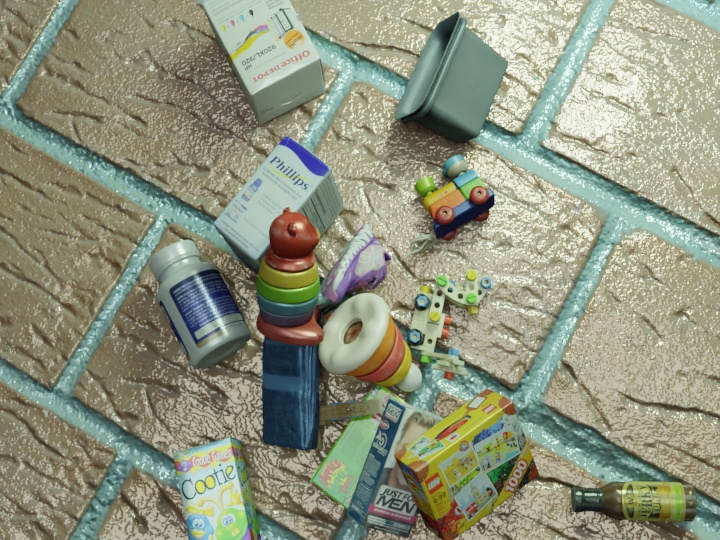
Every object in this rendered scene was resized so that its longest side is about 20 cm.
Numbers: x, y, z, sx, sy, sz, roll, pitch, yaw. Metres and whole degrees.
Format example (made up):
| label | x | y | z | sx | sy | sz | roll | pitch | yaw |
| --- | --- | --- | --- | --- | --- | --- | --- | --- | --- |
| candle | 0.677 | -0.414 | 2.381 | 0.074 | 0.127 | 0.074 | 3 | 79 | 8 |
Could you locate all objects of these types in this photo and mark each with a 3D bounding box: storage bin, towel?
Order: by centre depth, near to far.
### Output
| label | x | y | z | sx | sy | sz | roll | pitch | yaw |
| --- | --- | --- | --- | --- | --- | --- | --- | --- | --- |
| towel | -0.121 | 0.199 | 1.619 | 0.110 | 0.048 | 0.204 | 3 | 94 | 32 |
| storage bin | 0.167 | -0.330 | 1.726 | 0.133 | 0.145 | 0.203 | 28 | 79 | -19 |

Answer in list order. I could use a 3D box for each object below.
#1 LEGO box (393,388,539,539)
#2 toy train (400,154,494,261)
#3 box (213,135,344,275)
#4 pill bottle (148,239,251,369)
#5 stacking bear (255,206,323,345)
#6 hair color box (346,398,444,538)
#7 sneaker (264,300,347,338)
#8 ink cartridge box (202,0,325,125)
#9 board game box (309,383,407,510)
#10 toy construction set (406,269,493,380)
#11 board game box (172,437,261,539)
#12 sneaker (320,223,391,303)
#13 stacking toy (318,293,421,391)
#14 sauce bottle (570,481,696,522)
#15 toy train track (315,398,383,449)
| label | x | y | z | sx | sy | sz | roll | pitch | yaw |
| --- | --- | --- | --- | --- | --- | --- | --- | --- | --- |
| LEGO box | 0.172 | 0.313 | 1.543 | 0.198 | 0.077 | 0.151 | -32 | 112 | -19 |
| toy train | 0.129 | -0.114 | 1.701 | 0.198 | 0.085 | 0.117 | -30 | 67 | -3 |
| box | -0.136 | -0.096 | 1.655 | 0.104 | 0.184 | 0.201 | 37 | 81 | 15 |
| pill bottle | -0.284 | 0.056 | 1.663 | 0.118 | 0.120 | 0.202 | -29 | 78 | -3 |
| stacking bear | -0.111 | 0.003 | 1.543 | 0.111 | 0.122 | 0.203 | 1 | 117 | -9 |
| hair color box | 0.063 | 0.323 | 1.567 | 0.099 | 0.060 | 0.203 | 21 | 89 | -29 |
| sneaker | -0.073 | 0.088 | 1.665 | 0.196 | 0.079 | 0.075 | -14 | 79 | 2 |
| ink cartridge box | -0.171 | -0.403 | 1.746 | 0.145 | 0.145 | 0.202 | -28 | 78 | -4 |
| board game box | 0.012 | 0.303 | 1.627 | 0.101 | 0.048 | 0.201 | 33 | 81 | 10 |
| toy construction set | 0.150 | 0.091 | 1.650 | 0.129 | 0.092 | 0.203 | 12 | 68 | 6 |
| board game box | -0.234 | 0.391 | 1.593 | 0.103 | 0.103 | 0.204 | -15 | 77 | 0 |
| sneaker | 0.000 | 0.000 | 1.644 | 0.088 | 0.201 | 0.080 | 41 | 125 | -6 |
| stacking toy | 0.038 | 0.147 | 1.602 | 0.200 | 0.145 | 0.147 | 42 | 79 | -34 |
| sauce bottle | 0.447 | 0.379 | 1.576 | 0.196 | 0.065 | 0.066 | -1 | 77 | 3 |
| toy train track | -0.044 | 0.237 | 1.622 | 0.197 | 0.032 | 0.117 | -12 | 86 | 32 |
